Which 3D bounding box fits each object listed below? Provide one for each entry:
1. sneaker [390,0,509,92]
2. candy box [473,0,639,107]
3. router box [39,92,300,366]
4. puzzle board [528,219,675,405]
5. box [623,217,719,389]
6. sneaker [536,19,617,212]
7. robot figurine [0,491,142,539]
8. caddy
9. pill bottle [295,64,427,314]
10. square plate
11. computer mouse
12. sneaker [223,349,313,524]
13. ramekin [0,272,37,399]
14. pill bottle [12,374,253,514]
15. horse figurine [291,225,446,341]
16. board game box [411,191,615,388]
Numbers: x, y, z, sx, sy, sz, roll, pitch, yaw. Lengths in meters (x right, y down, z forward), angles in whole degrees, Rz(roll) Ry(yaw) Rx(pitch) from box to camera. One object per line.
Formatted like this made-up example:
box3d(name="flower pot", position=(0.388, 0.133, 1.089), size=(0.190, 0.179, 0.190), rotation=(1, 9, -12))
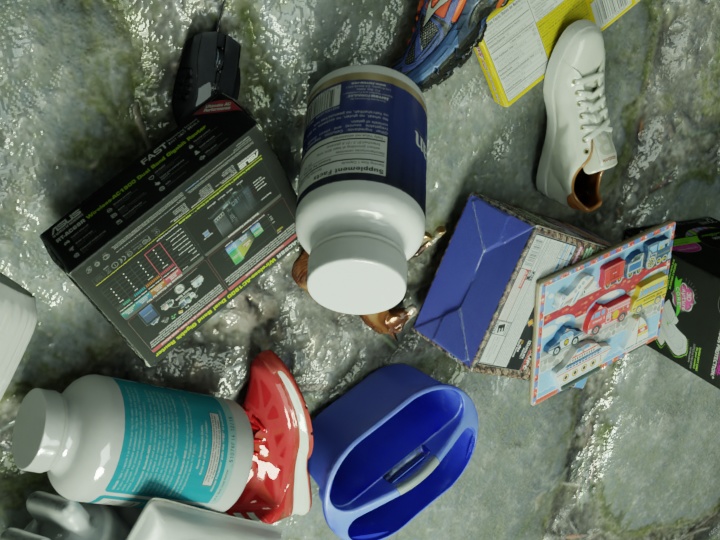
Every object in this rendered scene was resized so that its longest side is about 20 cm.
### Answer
box3d(name="sneaker", position=(0.082, -0.242, 1.012), size=(0.200, 0.078, 0.075), rotation=(-51, 170, 14))
box3d(name="candy box", position=(0.197, -0.262, 1.096), size=(0.200, 0.026, 0.102), rotation=(-39, 127, -11))
box3d(name="router box", position=(-0.149, -0.032, 0.943), size=(0.200, 0.062, 0.150), rotation=(-39, 141, -10))
box3d(name="puzzle board", position=(0.257, 0.045, 1.158), size=(0.199, 0.017, 0.151), rotation=(-22, 126, -30))
box3d(name="box", position=(0.413, 0.034, 1.264), size=(0.148, 0.200, 0.125), rotation=(-9, 117, -28))
box3d(name="sneaker", position=(0.235, -0.152, 1.122), size=(0.073, 0.085, 0.201), rotation=(-23, 130, -28))
box3d(name="robot figurine", position=(-0.247, 0.289, 1.021), size=(0.170, 0.113, 0.201), rotation=(-53, 133, -32))
box3d(name="caddy", position=(0.034, 0.194, 1.153), size=(0.200, 0.105, 0.142), rotation=(-36, 125, -18))
box3d(name="pill bottle", position=(0.002, -0.068, 0.945), size=(0.110, 0.201, 0.111), rotation=(2, 147, 2))
box3d(name="square plate", position=(-0.167, 0.313, 1.001), size=(0.198, 0.028, 0.201), rotation=(31, 88, -52))
box3d(name="computer mouse", position=(-0.112, -0.205, 0.922), size=(0.058, 0.034, 0.201), rotation=(6, 108, -33))
box3d(name="sneaker", position=(-0.111, 0.181, 1.081), size=(0.115, 0.078, 0.201), rotation=(-20, 120, -25))
box3d(name="ramekin", position=(-0.330, 0.024, 0.795), size=(0.200, 0.200, 0.105), rotation=(37, 82, -38))
box3d(name="pill bottle", position=(-0.203, 0.155, 0.987), size=(0.199, 0.111, 0.111), rotation=(17, 103, -37))
box3d(name="horse figurine", position=(0.000, 0.000, 1.070), size=(0.199, 0.050, 0.133), rotation=(11, 128, -46))
box3d(name="board game box", position=(0.178, 0.025, 1.161), size=(0.199, 0.097, 0.160), rotation=(13, 104, -44))
